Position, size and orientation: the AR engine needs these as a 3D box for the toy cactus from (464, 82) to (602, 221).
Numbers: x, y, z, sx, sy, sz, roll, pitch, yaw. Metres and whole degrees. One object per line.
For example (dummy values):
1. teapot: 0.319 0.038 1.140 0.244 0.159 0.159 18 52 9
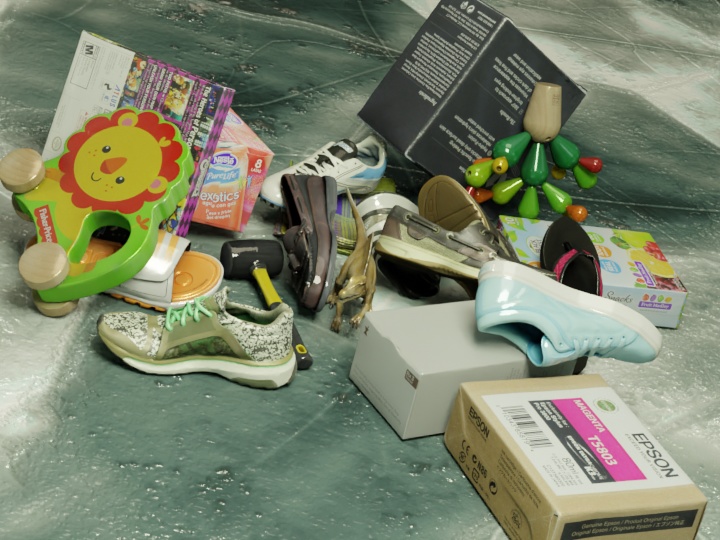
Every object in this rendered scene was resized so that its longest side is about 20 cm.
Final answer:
1. toy cactus: 0.210 -0.136 1.802 0.197 0.167 0.102 1 17 -22

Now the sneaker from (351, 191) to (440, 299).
1. sneaker: 0.080 -0.013 1.715 0.199 0.076 0.117 9 54 -40

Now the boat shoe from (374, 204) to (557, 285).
1. boat shoe: 0.114 -0.021 1.594 0.198 0.067 0.072 14 -2 13

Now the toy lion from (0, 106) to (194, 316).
1. toy lion: -0.254 -0.072 1.517 0.189 0.069 0.202 -18 55 -5

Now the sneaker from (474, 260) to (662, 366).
1. sneaker: 0.196 0.065 1.466 0.198 0.074 0.083 20 64 -9

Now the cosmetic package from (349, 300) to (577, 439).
1. cosmetic package: 0.102 0.092 1.502 0.198 0.082 0.113 -5 34 -30

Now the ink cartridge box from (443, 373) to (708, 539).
1. ink cartridge box: 0.192 0.182 1.389 0.163 0.076 0.200 -2 32 -26

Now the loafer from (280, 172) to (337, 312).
1. loafer: -0.061 -0.033 1.629 0.062 0.072 0.201 15 39 -12

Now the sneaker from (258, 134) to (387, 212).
1. sneaker: -0.044 -0.115 1.766 0.072 0.073 0.199 33 34 29

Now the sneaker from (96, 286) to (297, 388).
1. sneaker: -0.151 0.048 1.451 0.197 0.090 0.077 8 29 -12

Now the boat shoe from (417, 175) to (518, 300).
1. boat shoe: 0.130 -0.013 1.663 0.202 0.073 0.065 61 19 5

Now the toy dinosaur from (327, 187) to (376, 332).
1. toy dinosaur: 0.000 0.000 1.593 0.057 0.102 0.201 12 30 -6

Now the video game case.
1. video game case: -0.246 -0.128 1.610 0.179 0.202 0.036 22 8 16

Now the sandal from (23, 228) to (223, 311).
1. sandal: -0.240 -0.014 1.536 0.204 0.060 0.080 9 47 -3

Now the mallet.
1. mallet: -0.098 0.032 1.565 0.065 0.042 0.201 3 35 -19

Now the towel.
1. towel: -0.024 -0.073 1.797 0.142 0.023 0.201 12 29 -3

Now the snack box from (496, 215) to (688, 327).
1. snack box: 0.264 0.001 1.767 0.197 0.054 0.143 6 29 -14

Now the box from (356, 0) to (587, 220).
1. box: 0.136 -0.201 1.840 0.196 0.201 0.117 32 7 -46

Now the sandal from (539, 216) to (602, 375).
1. sandal: 0.232 0.022 1.644 0.074 0.045 0.202 19 51 -13

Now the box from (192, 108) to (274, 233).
1. box: -0.187 -0.137 1.718 0.094 0.104 0.200 13 19 -33
